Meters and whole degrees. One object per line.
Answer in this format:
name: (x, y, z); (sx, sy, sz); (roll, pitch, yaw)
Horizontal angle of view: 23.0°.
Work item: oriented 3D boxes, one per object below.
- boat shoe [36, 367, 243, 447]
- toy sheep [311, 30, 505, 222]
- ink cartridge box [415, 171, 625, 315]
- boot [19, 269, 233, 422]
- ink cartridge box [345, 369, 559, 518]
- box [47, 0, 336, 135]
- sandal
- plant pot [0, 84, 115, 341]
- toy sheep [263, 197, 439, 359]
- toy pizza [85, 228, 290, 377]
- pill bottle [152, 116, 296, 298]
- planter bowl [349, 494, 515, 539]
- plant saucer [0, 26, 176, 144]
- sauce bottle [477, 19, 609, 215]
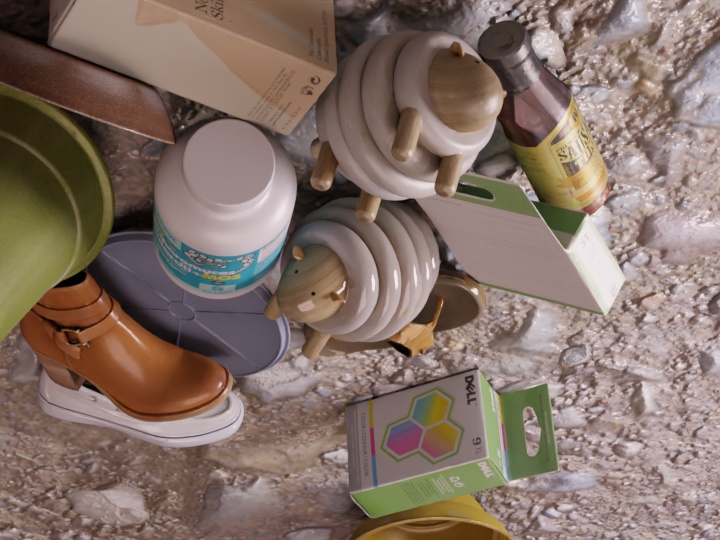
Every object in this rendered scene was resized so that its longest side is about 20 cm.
boat shoe: (-0.209, 0.120, 1.692); (0.200, 0.074, 0.067); (5, 143, -9)
toy sheep: (0.028, -0.113, 1.344); (0.200, 0.138, 0.138); (-12, 145, 43)
ink cartridge box: (0.120, -0.044, 1.473); (0.146, 0.048, 0.200); (15, 155, 37)
boot: (-0.217, 0.051, 1.575); (0.200, 0.077, 0.155); (16, 142, 24)
ink cartridge box: (0.087, 0.165, 1.743); (0.200, 0.104, 0.059); (-16, 140, 16)
box: (-0.123, -0.185, 1.302); (0.200, 0.095, 0.078); (18, 136, -26)
sandal: (0.031, 0.053, 1.622); (0.200, 0.054, 0.080); (-19, 137, 33)
plant pot: (-0.313, -0.016, 1.377); (0.200, 0.190, 0.200); (6, 126, 8)
toy sheep: (0.000, 0.000, 1.509); (0.138, 0.138, 0.200); (-41, 171, 38)
toy pizza: (-0.154, 0.025, 1.585); (0.200, 0.032, 0.200); (15, 144, 11)
pill bottle: (-0.109, -0.053, 1.405); (0.111, 0.111, 0.200); (2, 163, -6)
planter bowl: (0.072, 0.283, 1.906); (0.200, 0.083, 0.200); (-2, 141, -2)
plant saucer: (-0.225, -0.145, 1.310); (0.200, 0.200, 0.037); (18, 95, -25)
sauce bottle: (0.145, -0.119, 1.422); (0.066, 0.066, 0.200); (-17, 141, 17)
